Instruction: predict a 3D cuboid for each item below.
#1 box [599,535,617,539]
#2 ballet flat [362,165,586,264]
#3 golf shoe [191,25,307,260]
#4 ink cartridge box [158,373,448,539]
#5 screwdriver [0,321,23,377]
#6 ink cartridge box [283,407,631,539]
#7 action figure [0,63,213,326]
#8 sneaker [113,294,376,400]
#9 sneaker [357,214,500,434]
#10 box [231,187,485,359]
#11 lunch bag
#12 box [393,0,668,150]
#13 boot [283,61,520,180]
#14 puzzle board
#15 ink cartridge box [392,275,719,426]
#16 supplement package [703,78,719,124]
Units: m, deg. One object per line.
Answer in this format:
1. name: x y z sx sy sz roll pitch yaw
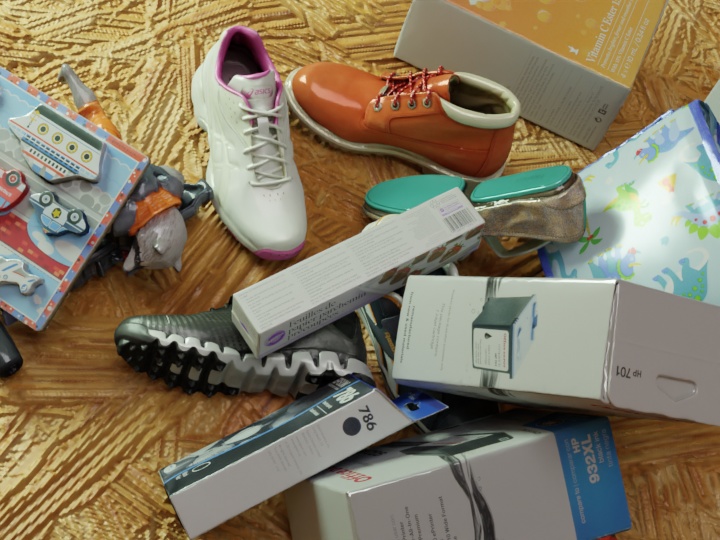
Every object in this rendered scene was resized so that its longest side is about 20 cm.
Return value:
1. box: 0.113 0.262 1.105 0.200 0.039 0.137 -15 67 -22
2. ballet flat: 0.090 -0.039 1.226 0.068 0.200 0.067 -47 125 -41
3. golf shoe: -0.088 -0.105 1.233 0.075 0.092 0.200 -11 66 -21
4. ink cartridge box: -0.043 0.119 1.082 0.200 0.099 0.039 -26 97 -10
5. screwdriver: -0.313 -0.001 1.152 0.028 0.029 0.200 -29 73 -27
6. ink cartridge box: 0.063 0.161 1.077 0.200 0.145 0.084 -13 93 -21
7. action figure: -0.216 -0.056 1.168 0.193 0.105 0.200 36 58 18
8. sneaker: -0.086 0.048 1.164 0.200 0.066 0.091 9 56 -14
9. sneaker: 0.049 0.048 1.189 0.078 0.079 0.200 -23 71 -25
10. box: 0.000 0.000 1.138 0.200 0.039 0.041 -27 64 -21
11. lunch bag: 0.238 -0.010 1.203 0.127 0.170 0.200 13 49 -58
12. box: 0.149 -0.216 1.351 0.200 0.098 0.124 25 58 1
13. boot: 0.036 -0.141 1.276 0.200 0.107 0.075 18 60 -2
14. puzzle board: -0.276 -0.069 1.143 0.200 0.017 0.151 31 88 14
15. ink cartridge box: 0.145 0.056 1.082 0.146 0.200 0.086 14 80 -40
16. supplement package: 0.375 -0.093 1.278 0.151 0.200 0.152 -18 67 -22
